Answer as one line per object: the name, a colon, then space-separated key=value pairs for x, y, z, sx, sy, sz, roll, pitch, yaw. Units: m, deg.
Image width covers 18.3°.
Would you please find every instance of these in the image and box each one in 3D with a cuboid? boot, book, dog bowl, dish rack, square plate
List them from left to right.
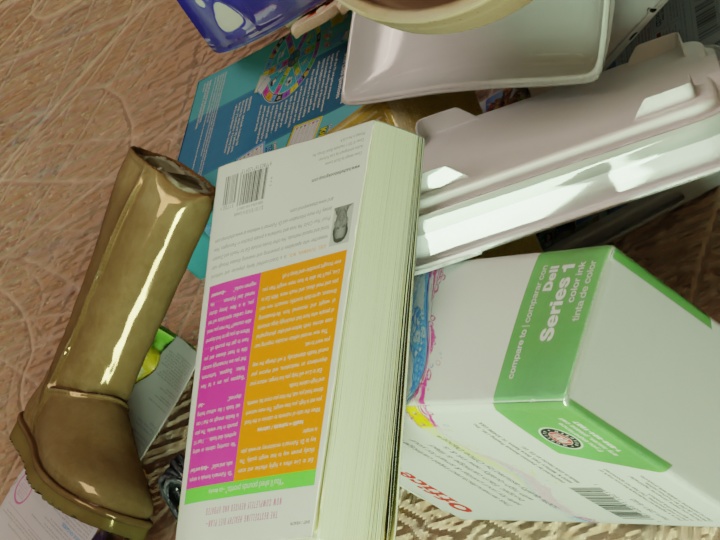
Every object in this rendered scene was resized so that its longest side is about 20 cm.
boot: x=-0.138 y=0.040 z=1.326 sx=0.175 sy=0.066 sz=0.200 roll=36 pitch=103 yaw=55
book: x=-0.034 y=0.037 z=1.077 sx=0.134 sy=0.048 sz=0.200 roll=-11 pitch=68 yaw=50
dog bowl: x=-0.034 y=-0.227 z=1.447 sx=0.200 sy=0.079 sz=0.200 roll=-31 pitch=14 yaw=9
square plate: x=0.075 y=-0.189 z=1.203 sx=0.198 sy=0.028 sz=0.200 roll=-1 pitch=77 yaw=49
dish rack: x=0.100 y=-0.065 z=1.122 sx=0.200 sy=0.044 sz=0.172 roll=-18 pitch=15 yaw=11

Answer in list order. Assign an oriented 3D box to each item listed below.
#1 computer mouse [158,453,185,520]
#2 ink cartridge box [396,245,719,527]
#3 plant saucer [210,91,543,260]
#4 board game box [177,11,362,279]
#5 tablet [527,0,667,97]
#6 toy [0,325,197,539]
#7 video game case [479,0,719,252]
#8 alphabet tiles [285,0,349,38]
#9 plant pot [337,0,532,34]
computer mouse: x=-0.035 y=0.085 z=1.214 sx=0.138 sy=0.053 sz=0.200 roll=37 pitch=109 yaw=26
ink cartridge box: x=0.082 y=0.061 z=1.091 sx=0.200 sy=0.145 sz=0.084 roll=-6 pitch=59 yaw=48
plant saucer: x=0.000 y=0.000 z=1.266 sx=0.200 sy=0.048 sz=0.200 roll=-36 pitch=60 yaw=27
board game box: x=-0.029 y=-0.094 z=1.410 sx=0.200 sy=0.047 sz=0.151 roll=-24 pitch=38 yaw=32
tablet: x=0.101 y=-0.196 z=1.231 sx=0.130 sy=0.014 sz=0.200 roll=-49 pitch=53 yaw=44
toy: x=-0.162 y=0.126 z=1.417 sx=0.200 sy=0.047 sz=0.115 roll=-61 pitch=33 yaw=3
video game case: x=0.136 y=-0.076 z=1.249 sx=0.200 sy=0.018 sz=0.143 roll=-29 pitch=43 yaw=33
alphabet tiles: x=0.043 y=-0.206 z=1.398 sx=0.200 sy=0.015 sz=0.196 roll=-22 pitch=17 yaw=38
plant pot: x=0.067 y=-0.206 z=1.114 sx=0.201 sy=0.093 sz=0.201 roll=-12 pitch=70 yaw=37
